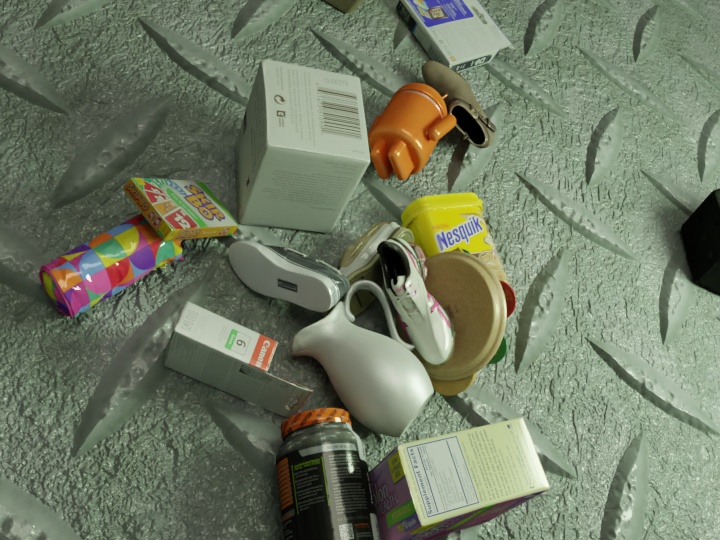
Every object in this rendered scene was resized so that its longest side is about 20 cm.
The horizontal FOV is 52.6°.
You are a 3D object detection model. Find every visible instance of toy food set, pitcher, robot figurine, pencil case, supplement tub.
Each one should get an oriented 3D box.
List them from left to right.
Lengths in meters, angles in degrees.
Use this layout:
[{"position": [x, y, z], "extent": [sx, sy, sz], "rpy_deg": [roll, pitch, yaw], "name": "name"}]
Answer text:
[{"position": [-0.336, -0.010, 1.005], "extent": [0.198, 0.089, 0.089], "rpy_deg": [-32, 76, -34], "name": "pencil case"}, {"position": [-0.043, 0.289, 0.927], "extent": [0.119, 0.123, 0.205], "rpy_deg": [1, 61, -22], "name": "supplement tub"}, {"position": [0.021, 0.123, 1.052], "extent": [0.199, 0.122, 0.172], "rpy_deg": [39, 69, 13], "name": "pitcher"}, {"position": [0.089, -0.253, 1.308], "extent": [0.115, 0.143, 0.203], "rpy_deg": [35, 59, -11], "name": "robot figurine"}, {"position": [0.142, 0.070, 1.115], "extent": [0.048, 0.198, 0.202], "rpy_deg": [14, 36, -54], "name": "toy food set"}]

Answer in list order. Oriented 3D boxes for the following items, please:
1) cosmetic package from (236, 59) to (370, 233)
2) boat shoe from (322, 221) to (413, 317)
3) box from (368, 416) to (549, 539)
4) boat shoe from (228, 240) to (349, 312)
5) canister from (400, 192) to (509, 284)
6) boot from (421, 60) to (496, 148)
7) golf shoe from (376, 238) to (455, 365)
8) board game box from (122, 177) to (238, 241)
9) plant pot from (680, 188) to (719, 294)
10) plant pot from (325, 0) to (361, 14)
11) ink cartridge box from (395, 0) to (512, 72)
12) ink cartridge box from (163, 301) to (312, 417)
[{"position": [-0.098, -0.187, 1.141], "extent": [0.160, 0.201, 0.169], "rpy_deg": [5, 58, -21], "name": "cosmetic package"}, {"position": [0.000, 0.000, 1.156], "extent": [0.068, 0.076, 0.200], "rpy_deg": [26, 58, 38], "name": "boat shoe"}, {"position": [0.114, 0.287, 0.962], "extent": [0.195, 0.177, 0.099], "rpy_deg": [-5, 61, -26], "name": "box"}, {"position": [-0.106, -0.001, 1.083], "extent": [0.196, 0.074, 0.067], "rpy_deg": [18, 30, 26], "name": "boat shoe"}, {"position": [0.166, -0.020, 1.228], "extent": [0.145, 0.087, 0.205], "rpy_deg": [-7, 65, -25], "name": "canister"}, {"position": [0.185, -0.319, 1.394], "extent": [0.199, 0.070, 0.147], "rpy_deg": [43, 23, -5], "name": "boot"}, {"position": [0.074, 0.047, 1.080], "extent": [0.091, 0.072, 0.204], "rpy_deg": [11, 51, -54], "name": "golf shoe"}, {"position": [-0.251, -0.090, 1.058], "extent": [0.096, 0.030, 0.199], "rpy_deg": [49, 15, 9], "name": "board game box"}, {"position": [0.768, -0.059, 1.460], "extent": [0.172, 0.201, 0.205], "rpy_deg": [3, 58, -8], "name": "plant pot"}, {"position": [-0.028, -0.650, 1.465], "extent": [0.196, 0.178, 0.203], "rpy_deg": [28, 54, -6], "name": "plant pot"}, {"position": [0.203, -0.526, 1.575], "extent": [0.197, 0.044, 0.201], "rpy_deg": [-24, 72, -31], "name": "ink cartridge box"}, {"position": [-0.161, 0.125, 0.982], "extent": [0.196, 0.109, 0.051], "rpy_deg": [24, 53, -8], "name": "ink cartridge box"}]
